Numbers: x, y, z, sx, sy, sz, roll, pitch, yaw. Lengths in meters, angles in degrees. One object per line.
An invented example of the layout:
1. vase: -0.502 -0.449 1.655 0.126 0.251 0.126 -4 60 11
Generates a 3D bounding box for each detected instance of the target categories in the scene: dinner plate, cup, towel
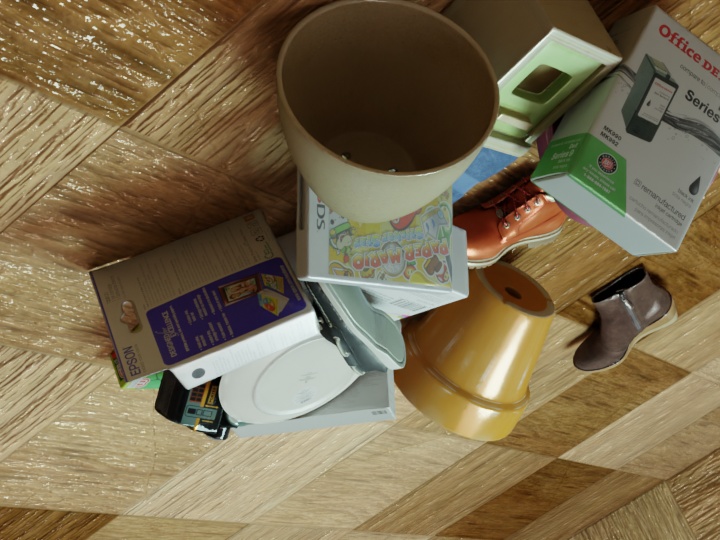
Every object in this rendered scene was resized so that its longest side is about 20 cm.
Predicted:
1. dinner plate: -0.063 0.111 1.450 0.198 0.024 0.201 -21 145 -15
2. cup: 0.015 -0.125 1.187 0.198 0.202 0.144 -15 151 -19
3. towel: 0.091 -0.114 1.450 0.199 0.049 0.111 -36 152 17

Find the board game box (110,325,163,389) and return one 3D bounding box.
1. board game box: -0.193 0.099 1.587 0.199 0.048 0.102 6 140 -46

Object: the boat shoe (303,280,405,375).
1. boat shoe: -0.018 0.051 1.353 0.060 0.076 0.200 -17 136 20

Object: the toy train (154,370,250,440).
1. toy train: -0.161 0.095 1.491 0.113 0.085 0.202 13 97 -38

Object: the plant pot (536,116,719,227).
1. plant pot: 0.286 -0.131 1.451 0.198 0.202 0.179 -22 169 -7

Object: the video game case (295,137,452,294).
1. video game case: 0.018 -0.074 1.312 0.198 0.185 0.023 6 171 -41

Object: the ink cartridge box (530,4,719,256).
1. ink cartridge box: 0.284 -0.139 1.301 0.202 0.145 0.084 -61 -165 -12

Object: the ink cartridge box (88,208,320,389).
1. ink cartridge box: -0.163 0.033 1.334 0.198 0.199 0.044 -20 129 -9

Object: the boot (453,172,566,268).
1. boot: 0.178 -0.071 1.587 0.198 0.075 0.108 -20 151 -30

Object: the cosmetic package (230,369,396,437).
1. cosmetic package: -0.058 0.147 1.575 0.197 0.084 0.051 -8 156 11

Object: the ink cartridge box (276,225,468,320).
1. ink cartridge box: 0.000 0.000 1.449 0.199 0.086 0.144 -21 150 40

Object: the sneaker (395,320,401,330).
1. sneaker: -0.034 0.110 1.741 0.198 0.080 0.095 -28 176 6

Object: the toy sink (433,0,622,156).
1. toy sink: 0.133 -0.190 1.277 0.200 0.113 0.130 -41 149 29

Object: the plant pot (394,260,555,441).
1. plant pot: 0.164 0.093 1.755 0.199 0.201 0.184 2 127 -43

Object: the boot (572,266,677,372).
1. boot: 0.397 0.076 2.067 0.199 0.073 0.166 -33 141 17
